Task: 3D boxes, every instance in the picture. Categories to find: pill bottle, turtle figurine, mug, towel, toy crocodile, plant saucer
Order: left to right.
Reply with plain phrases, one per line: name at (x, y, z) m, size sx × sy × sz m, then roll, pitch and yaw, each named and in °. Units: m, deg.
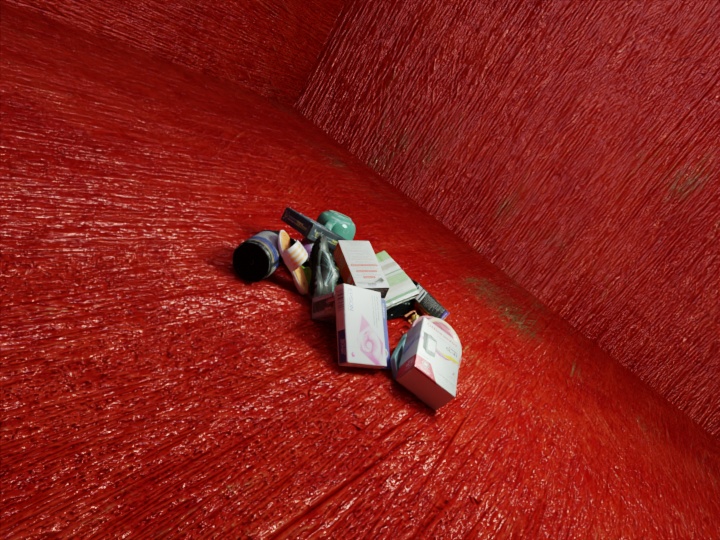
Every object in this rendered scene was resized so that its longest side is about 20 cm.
pill bottle at (-0.265, -0.048, 1.435) m, size 0.111 × 0.113 × 0.200 m, roll 33°, pitch 19°, yaw 0°
toy crocodile at (-0.125, 0.040, 1.544) m, size 0.198 × 0.062 × 0.068 m, roll 32°, pitch 1°, yaw 3°
mug at (-0.089, -0.145, 1.881) m, size 0.149 × 0.116 × 0.185 m, roll 18°, pitch 11°, yaw -23°
towel at (0.073, 0.030, 1.616) m, size 0.147 × 0.031 × 0.201 m, roll -19°, pitch 52°, yaw -28°
plant saucer at (0.114, 0.239, 1.458) m, size 0.019 × 0.072 × 0.200 m, roll -5°, pitch 11°, yaw 17°
turtle figurine at (0.206, 0.199, 1.683) m, size 0.162 × 0.064 × 0.199 m, roll 51°, pitch 15°, yaw 21°
plant saucer at (0.238, 0.224, 1.588) m, size 0.198 × 0.051 × 0.204 m, roll 23°, pitch 46°, yaw -25°

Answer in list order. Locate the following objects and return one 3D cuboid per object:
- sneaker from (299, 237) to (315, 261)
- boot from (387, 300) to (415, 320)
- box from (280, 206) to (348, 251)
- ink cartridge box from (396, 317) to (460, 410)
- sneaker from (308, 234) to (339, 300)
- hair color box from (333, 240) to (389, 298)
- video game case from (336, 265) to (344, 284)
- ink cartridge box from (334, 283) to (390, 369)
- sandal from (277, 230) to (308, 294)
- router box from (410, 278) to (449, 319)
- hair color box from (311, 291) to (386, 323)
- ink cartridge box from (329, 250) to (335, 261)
sneaker at (-0.202, -0.060, 1.631) m, size 0.112 × 0.074 × 0.200 m, roll -13°, pitch 5°, yaw -11°
boot at (0.072, 0.081, 1.730) m, size 0.168 × 0.077 × 0.198 m, roll 41°, pitch 24°, yaw 29°
box at (-0.135, -0.121, 1.646) m, size 0.157 × 0.052 × 0.199 m, roll 33°, pitch 5°, yaw 42°
ink cartridge box at (0.188, 0.249, 1.410) m, size 0.147 × 0.086 × 0.201 m, roll 36°, pitch 37°, yaw -11°
sneaker at (-0.104, -0.004, 1.491) m, size 0.078 × 0.075 × 0.204 m, roll 12°, pitch 65°, yaw -25°
hair color box at (0.000, 0.000, 1.556) m, size 0.109 × 0.065 × 0.202 m, roll 1°, pitch 43°, yaw -24°
video game case at (-0.059, 0.021, 1.655) m, size 0.179 × 0.026 × 0.200 m, roll 32°, pitch 5°, yaw -15°
ink cartridge box at (0.019, 0.149, 1.354) m, size 0.198 × 0.043 × 0.201 m, roll 14°, pitch 64°, yaw -43°
sandal at (-0.169, -0.027, 1.449) m, size 0.080 × 0.058 × 0.209 m, roll -82°, pitch 156°, yaw -54°
router box at (0.210, 0.095, 1.820) m, size 0.157 × 0.052 × 0.200 m, roll 43°, pitch -1°, yaw -14°
hair color box at (-0.029, 0.113, 1.439) m, size 0.198 × 0.098 × 0.062 m, roll 15°, pitch 66°, yaw -42°
ink cartridge box at (-0.039, -0.037, 1.794) m, size 0.197 × 0.044 × 0.196 m, roll 14°, pitch 0°, yaw 26°
